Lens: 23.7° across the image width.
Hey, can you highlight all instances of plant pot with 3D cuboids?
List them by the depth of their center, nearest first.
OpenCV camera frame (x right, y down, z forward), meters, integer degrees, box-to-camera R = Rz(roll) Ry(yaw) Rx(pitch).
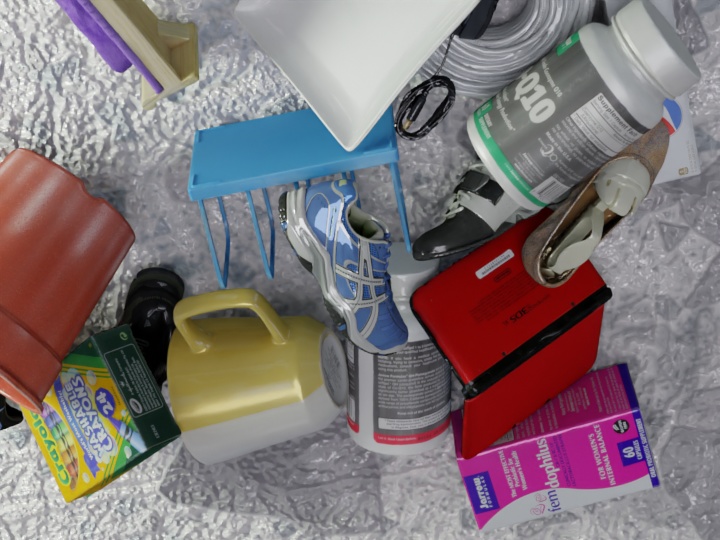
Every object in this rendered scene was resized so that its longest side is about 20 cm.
[{"bbox_3d":[-0.331,0.001,1.650,0.201,0.201,0.196,40,74,-17],"label":"plant pot"}]

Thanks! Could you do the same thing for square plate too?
[{"bbox_3d":[-0.003,-0.248,1.594,0.198,0.028,0.200,-49,66,23],"label":"square plate"}]

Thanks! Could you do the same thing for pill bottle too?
[{"bbox_3d":[0.207,-0.155,1.583,0.200,0.113,0.113,-37,110,19],"label":"pill bottle"},{"bbox_3d":[0.039,0.078,1.756,0.110,0.111,0.201,-1,115,-1],"label":"pill bottle"}]

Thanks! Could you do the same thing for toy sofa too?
[{"bbox_3d":[-0.240,-0.240,1.581,0.097,0.083,0.200,-24,135,16],"label":"toy sofa"}]

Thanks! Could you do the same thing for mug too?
[{"bbox_3d":[-0.102,0.108,1.713,0.152,0.187,0.150,-10,76,17],"label":"mug"}]

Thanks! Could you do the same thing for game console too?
[{"bbox_3d":[0.148,0.063,1.746,0.200,0.119,0.173,-33,86,-27],"label":"game console"}]

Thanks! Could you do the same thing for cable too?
[{"bbox_3d":[0.124,-0.264,1.625,0.199,0.069,0.201,0,115,-1],"label":"cable"}]

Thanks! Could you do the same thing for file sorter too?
[{"bbox_3d":[-0.054,-0.075,1.671,0.199,0.139,0.123,-11,118,4],"label":"file sorter"}]

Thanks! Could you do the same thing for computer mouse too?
[{"bbox_3d":[0.083,-0.210,1.580,0.058,0.034,0.201,19,106,-11],"label":"computer mouse"}]

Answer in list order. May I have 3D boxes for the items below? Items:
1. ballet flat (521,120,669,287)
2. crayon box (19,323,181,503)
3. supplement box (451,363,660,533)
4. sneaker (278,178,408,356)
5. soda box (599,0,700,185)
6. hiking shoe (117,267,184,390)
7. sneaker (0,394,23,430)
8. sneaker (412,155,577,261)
[{"bbox_3d":[0.232,-0.058,1.651,0.068,0.067,0.200,29,114,-18],"label":"ballet flat"},{"bbox_3d":[-0.275,0.153,1.738,0.200,0.051,0.126,-36,79,45],"label":"crayon box"},{"bbox_3d":[0.204,0.188,1.817,0.199,0.103,0.102,-16,115,8],"label":"supplement box"},{"bbox_3d":[0.000,0.000,1.596,0.077,0.076,0.200,-22,124,16],"label":"sneaker"},{"bbox_3d":[0.279,-0.187,1.663,0.063,0.068,0.201,-13,114,5],"label":"soda box"},{"bbox_3d":[-0.235,0.099,1.764,0.075,0.101,0.201,13,114,-7],"label":"hiking shoe"},{"bbox_3d":[-0.396,0.078,1.774,0.077,0.070,0.201,-8,115,-13],"label":"sneaker"},{"bbox_3d":[0.122,-0.078,1.689,0.199,0.074,0.089,-30,101,-23],"label":"sneaker"}]
